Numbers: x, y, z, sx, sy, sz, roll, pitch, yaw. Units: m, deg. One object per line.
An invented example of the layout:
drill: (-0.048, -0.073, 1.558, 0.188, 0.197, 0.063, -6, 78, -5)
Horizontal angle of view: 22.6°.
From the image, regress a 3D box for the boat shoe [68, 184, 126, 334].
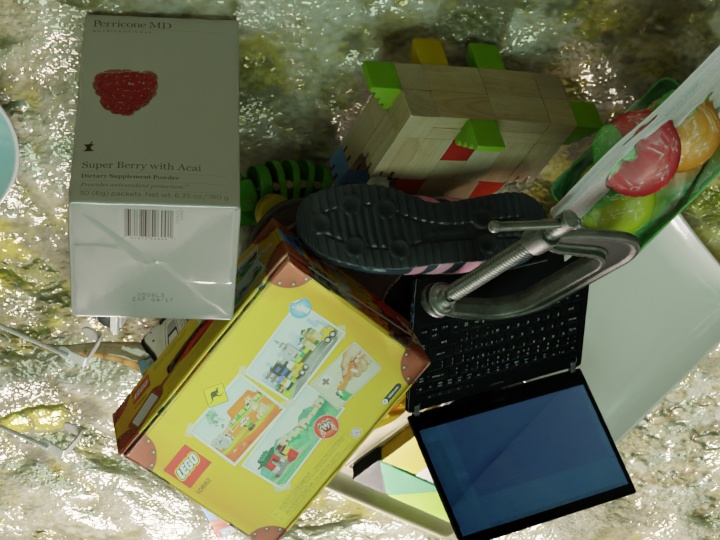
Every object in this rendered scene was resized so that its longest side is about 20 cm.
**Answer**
boat shoe: (-0.209, -0.020, 1.475, 0.060, 0.076, 0.201, 18, 141, 3)

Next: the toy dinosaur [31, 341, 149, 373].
toy dinosaur: (-0.180, 0.077, 1.584, 0.198, 0.061, 0.106, 15, 134, -21)

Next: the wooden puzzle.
wooden puzzle: (0.082, 0.183, 1.741, 0.184, 0.037, 0.200, 26, 128, -29)

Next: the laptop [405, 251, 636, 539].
laptop: (0.135, 0.094, 1.458, 0.176, 0.103, 0.202, -13, 122, -27)

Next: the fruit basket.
fruit basket: (0.211, -0.091, 1.363, 0.185, 0.094, 0.200, -44, 160, 1)

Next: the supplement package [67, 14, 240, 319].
supplement package: (-0.149, -0.078, 1.319, 0.120, 0.201, 0.120, 1, 137, -6)

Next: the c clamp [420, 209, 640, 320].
c clamp: (0.115, -0.002, 1.336, 0.170, 0.027, 0.200, -1, 159, -30)

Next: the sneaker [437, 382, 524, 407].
sneaker: (0.148, 0.102, 1.619, 0.199, 0.098, 0.071, 6, 134, -14)

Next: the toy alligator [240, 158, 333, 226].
toy alligator: (-0.085, -0.061, 1.436, 0.198, 0.059, 0.055, -3, 101, -28)

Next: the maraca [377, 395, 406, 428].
maraca: (-0.002, 0.051, 1.545, 0.136, 0.107, 0.202, -22, 121, -24)

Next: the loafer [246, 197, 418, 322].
loafer: (0.000, 0.000, 1.428, 0.199, 0.071, 0.073, 18, 107, -37)

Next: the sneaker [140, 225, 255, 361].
sneaker: (-0.135, 0.045, 1.468, 0.087, 0.202, 0.076, 7, 156, 12)

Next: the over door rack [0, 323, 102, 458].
over door rack: (-0.335, 0.095, 1.563, 0.198, 0.067, 0.148, 15, 135, -6)

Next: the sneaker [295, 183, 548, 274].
sneaker: (0.041, -0.023, 1.383, 0.198, 0.071, 0.082, 4, 166, -15)

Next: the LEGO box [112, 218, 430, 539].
LEGO box: (-0.069, 0.089, 1.369, 0.149, 0.077, 0.200, 37, 99, -22)

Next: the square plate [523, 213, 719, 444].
square plate: (0.224, 0.041, 1.563, 0.198, 0.028, 0.200, -44, 126, 2)

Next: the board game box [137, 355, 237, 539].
board game box: (-0.113, 0.142, 1.575, 0.104, 0.104, 0.200, -23, 153, -5)

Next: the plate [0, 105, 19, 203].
plate: (-0.366, -0.101, 1.402, 0.198, 0.026, 0.201, -3, 137, -3)

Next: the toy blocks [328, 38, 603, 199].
toy blocks: (0.069, -0.096, 1.404, 0.198, 0.101, 0.137, 0, 147, -28)
